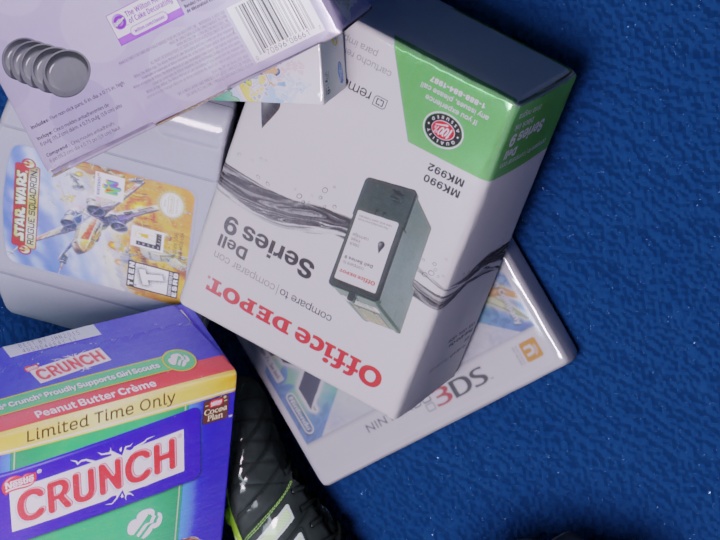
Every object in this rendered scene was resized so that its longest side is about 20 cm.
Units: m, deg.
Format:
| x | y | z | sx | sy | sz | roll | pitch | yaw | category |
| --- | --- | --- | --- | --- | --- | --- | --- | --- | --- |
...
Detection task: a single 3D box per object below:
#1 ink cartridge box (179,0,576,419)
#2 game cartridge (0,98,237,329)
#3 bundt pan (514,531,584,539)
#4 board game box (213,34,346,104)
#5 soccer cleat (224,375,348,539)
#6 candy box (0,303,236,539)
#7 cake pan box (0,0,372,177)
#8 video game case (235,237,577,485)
| x | y | z | sx | sy | sz | roll | pitch | yaw | category |
| --- | --- | --- | --- | --- | --- | --- | --- | --- | --- |
| 0.007 | -0.043 | 1.526 | 0.146 | 0.084 | 0.200 | 28 | 117 | 16 | ink cartridge box |
| -0.142 | -0.036 | 1.587 | 0.133 | 0.042 | 0.200 | 12 | 137 | 2 | game cartridge |
| 0.119 | 0.235 | 1.590 | 0.202 | 0.076 | 0.202 | 8 | 109 | 25 | bundt pan |
| -0.081 | -0.186 | 1.442 | 0.134 | 0.034 | 0.200 | 3 | 111 | 21 | board game box |
| -0.038 | 0.155 | 1.658 | 0.081 | 0.068 | 0.200 | -8 | 101 | 7 | soccer cleat |
| -0.162 | 0.133 | 1.594 | 0.077 | 0.169 | 0.200 | 47 | 141 | 44 | candy box |
| -0.115 | -0.168 | 1.414 | 0.200 | 0.052 | 0.184 | -25 | 101 | 28 | cake pan box |
| 0.000 | 0.000 | 1.605 | 0.182 | 0.022 | 0.200 | -29 | 92 | 31 | video game case |
